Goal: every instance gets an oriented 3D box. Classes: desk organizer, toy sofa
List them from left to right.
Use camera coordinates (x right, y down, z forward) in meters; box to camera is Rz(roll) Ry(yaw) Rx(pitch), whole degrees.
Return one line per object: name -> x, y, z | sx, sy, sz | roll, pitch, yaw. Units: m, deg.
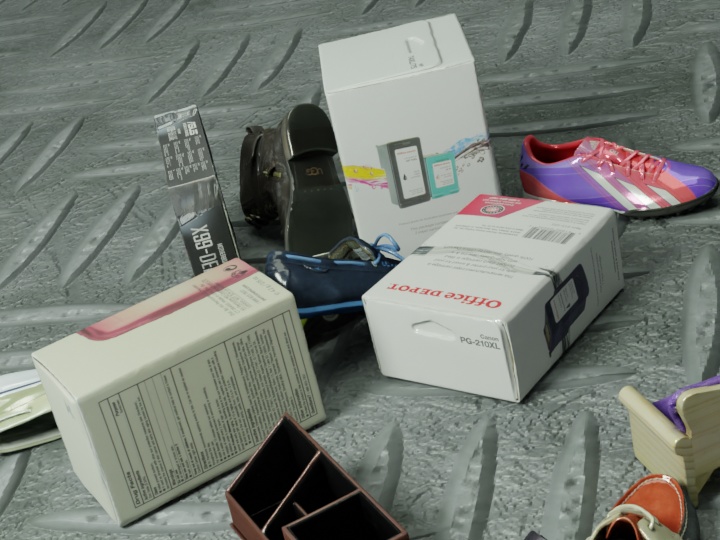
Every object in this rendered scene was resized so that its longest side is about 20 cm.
desk organizer -> -0.032, 0.185, 1.068 | 0.072, 0.077, 0.200 | -24, 29, -19
toy sofa -> 0.296, 0.082, 1.091 | 0.199, 0.098, 0.083 | -21, 29, -12

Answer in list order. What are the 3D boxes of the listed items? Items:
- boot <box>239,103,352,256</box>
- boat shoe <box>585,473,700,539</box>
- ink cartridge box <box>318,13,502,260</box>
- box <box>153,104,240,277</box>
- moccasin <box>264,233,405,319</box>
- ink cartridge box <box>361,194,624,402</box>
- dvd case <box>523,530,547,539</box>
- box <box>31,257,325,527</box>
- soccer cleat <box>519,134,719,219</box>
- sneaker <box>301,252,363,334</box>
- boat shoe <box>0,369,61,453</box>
boot -> -0.076, -0.069, 1.538 | 0.069, 0.201, 0.174 | 2, -11, -24
boat shoe -> 0.175, 0.192, 0.980 | 0.071, 0.063, 0.200 | 0, 29, 28
ink cartridge box -> 0.052, -0.126, 1.474 | 0.146, 0.201, 0.147 | -12, 27, 2
box -> -0.156, -0.056, 1.486 | 0.050, 0.158, 0.200 | -16, 27, -4
moccasin -> 0.000, 0.000, 1.337 | 0.080, 0.068, 0.200 | -17, -7, 41
ink cartridge box -> 0.118, 0.019, 1.301 | 0.144, 0.085, 0.200 | 9, 34, 36
dvd case -> 0.113, 0.256, 0.859 | 0.149, 0.016, 0.200 | -52, 34, -2
box -> -0.148, 0.096, 1.232 | 0.200, 0.128, 0.109 | -25, 29, -22
soccer cleat -> 0.249, -0.096, 1.468 | 0.199, 0.073, 0.068 | 3, 32, 29
sneaker -> -0.076, 0.030, 1.382 | 0.200, 0.076, 0.076 | -22, 15, -29
boat shoe -> -0.244, 0.115, 1.322 | 0.199, 0.072, 0.062 | -16, 52, 2
